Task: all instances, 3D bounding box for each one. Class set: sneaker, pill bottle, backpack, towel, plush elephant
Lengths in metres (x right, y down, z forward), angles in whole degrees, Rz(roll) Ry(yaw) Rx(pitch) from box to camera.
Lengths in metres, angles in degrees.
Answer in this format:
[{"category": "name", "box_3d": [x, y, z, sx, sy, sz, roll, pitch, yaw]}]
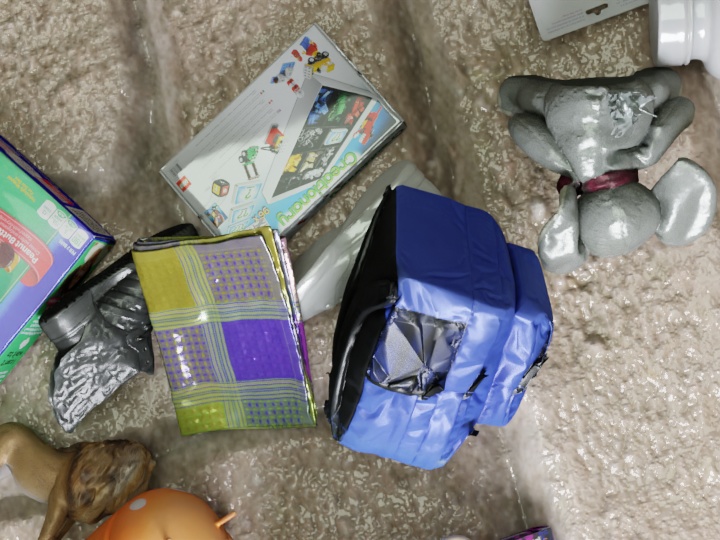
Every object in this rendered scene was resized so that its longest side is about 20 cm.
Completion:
[{"category": "sneaker", "box_3d": [0.000, 0.000, 1.146, 0.200, 0.075, 0.088, -43, 107, 8]}, {"category": "pill bottle", "box_3d": [0.349, -0.220, 1.088, 0.197, 0.111, 0.113, -3, 86, 7]}, {"category": "backpack", "box_3d": [0.059, 0.066, 1.061, 0.166, 0.163, 0.201, 19, 122, -5]}, {"category": "sneaker", "box_3d": [-0.213, 0.050, 1.170, 0.199, 0.060, 0.105, -35, 107, -15]}, {"category": "towel", "box_3d": [-0.119, 0.056, 1.128, 0.142, 0.023, 0.202, -4, 114, 15]}, {"category": "plush elephant", "box_3d": [0.209, -0.083, 1.081, 0.162, 0.200, 0.157, -4, 104, 0]}]

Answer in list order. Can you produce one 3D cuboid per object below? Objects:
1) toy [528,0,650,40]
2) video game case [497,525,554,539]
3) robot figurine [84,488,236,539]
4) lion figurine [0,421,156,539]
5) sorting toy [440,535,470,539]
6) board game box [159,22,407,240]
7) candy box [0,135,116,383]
[{"category": "toy", "box_3d": [0.177, -0.317, 1.146, 0.114, 0.047, 0.202, -20, 94, -6]}, {"category": "video game case", "box_3d": [0.107, 0.338, 1.077, 0.179, 0.036, 0.202, -12, 84, -25]}, {"category": "robot figurine", "box_3d": [-0.186, 0.262, 1.104, 0.143, 0.117, 0.200, 31, 129, -22]}, {"category": "lion figurine", "box_3d": [-0.292, 0.184, 1.167, 0.198, 0.073, 0.124, 23, 82, 13]}, {"category": "sorting toy", "box_3d": [0.036, 0.332, 1.003, 0.198, 0.036, 0.187, -21, 87, -29]}, {"category": "board game box", "box_3d": [-0.071, -0.112, 1.175, 0.200, 0.035, 0.126, -42, 81, 3]}, {"category": "candy box", "box_3d": [-0.356, -0.006, 1.184, 0.169, 0.077, 0.201, 40, 93, 8]}]
